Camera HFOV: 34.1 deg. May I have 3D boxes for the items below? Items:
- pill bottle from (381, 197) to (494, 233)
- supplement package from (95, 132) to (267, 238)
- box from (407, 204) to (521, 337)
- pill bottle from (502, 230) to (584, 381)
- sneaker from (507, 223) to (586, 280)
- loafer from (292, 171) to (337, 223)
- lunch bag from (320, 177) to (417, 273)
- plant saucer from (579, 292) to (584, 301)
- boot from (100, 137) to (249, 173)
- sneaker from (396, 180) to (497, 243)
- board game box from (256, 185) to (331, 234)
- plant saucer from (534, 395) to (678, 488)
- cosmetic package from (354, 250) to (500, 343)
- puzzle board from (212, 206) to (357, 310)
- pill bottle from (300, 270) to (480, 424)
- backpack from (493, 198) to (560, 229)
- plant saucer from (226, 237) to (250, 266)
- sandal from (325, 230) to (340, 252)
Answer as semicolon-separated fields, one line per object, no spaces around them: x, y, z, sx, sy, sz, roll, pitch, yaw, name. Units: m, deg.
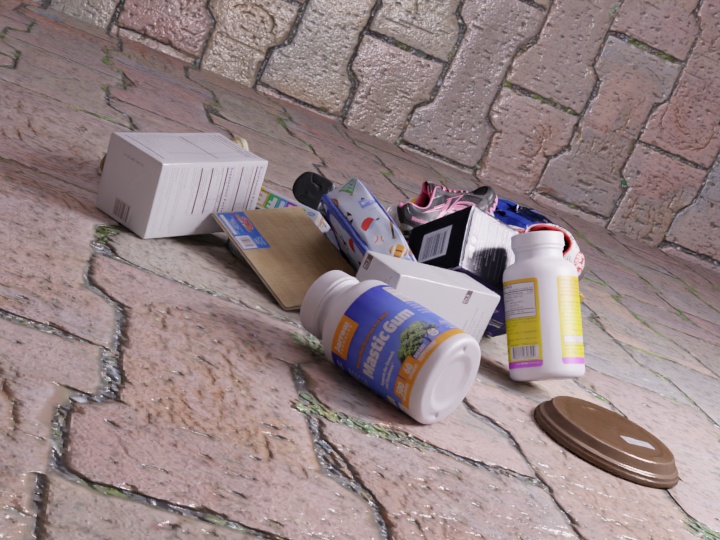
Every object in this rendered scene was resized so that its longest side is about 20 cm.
0.125;-0.068;2.048;0.199;0.113;0.113;6;3;29;pill bottle
-0.243;-0.120;1.615;0.114;0.110;0.200;32;24;33;supplement package
0.182;0.005;1.731;0.200;0.105;0.148;28;-27;-27;box
0.250;0.050;1.615;0.104;0.201;0.104;-3;-7;0;pill bottle
0.253;-0.046;1.834;0.201;0.067;0.108;21;-15;27;sneaker
-0.019;-0.090;1.921;0.200;0.073;0.072;38;-6;15;loafer
0.014;-0.031;1.631;0.160;0.075;0.200;51;-10;27;lunch bag
0.249;0.039;1.937;0.199;0.049;0.200;23;-11;0;plant saucer
-0.277;-0.163;1.755;0.200;0.072;0.154;-11;-13;43;boot
0.139;-0.108;1.900;0.200;0.096;0.079;-28;13;-31;sneaker
-0.120;-0.089;1.829;0.134;0.034;0.200;25;-3;6;board game box
0.317;0.213;1.497;0.200;0.030;0.200;23;12;-5;plant saucer
0.076;0.052;1.541;0.200;0.113;0.081;9;18;-44;cosmetic package
-0.093;-0.018;1.592;0.150;0.017;0.200;-7;43;-40;puzzle board
0.028;0.079;1.333;0.200;0.112;0.112;31;14;32;pill bottle
0.254;-0.057;2.202;0.167;0.163;0.200;11;18;-33;backpack
-0.092;-0.024;1.694;0.200;0.050;0.200;23;12;-5;plant saucer
0.000;0.000;1.802;0.076;0.043;0.200;4;32;-39;sandal
